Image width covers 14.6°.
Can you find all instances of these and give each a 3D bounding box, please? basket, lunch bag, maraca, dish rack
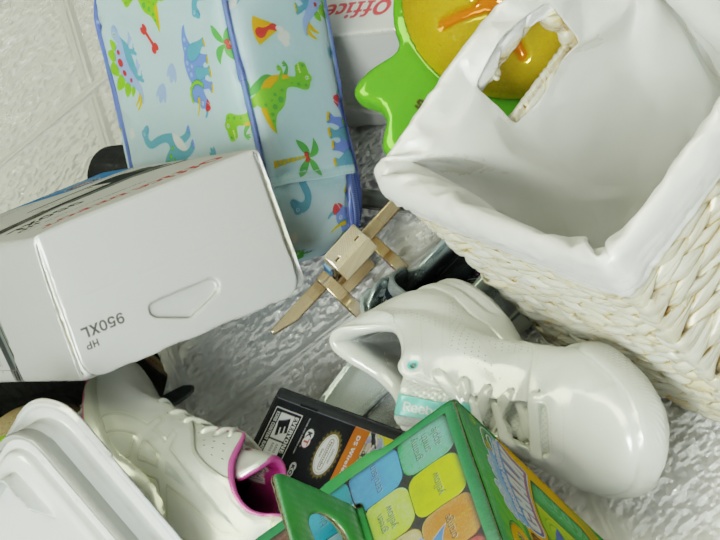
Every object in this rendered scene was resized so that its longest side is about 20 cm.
[{"bbox_3d":[0.156,-0.054,1.361,0.198,0.161,0.200,-53,34,-10],"label":"basket"},{"bbox_3d":[-0.079,-0.096,1.630,0.161,0.082,0.201,-16,86,54],"label":"lunch bag"},{"bbox_3d":[0.079,-0.132,1.490,0.137,0.107,0.200,21,67,17],"label":"maraca"},{"bbox_3d":[-0.139,0.182,1.388,0.044,0.200,0.172,-25,-24,-48],"label":"dish rack"}]

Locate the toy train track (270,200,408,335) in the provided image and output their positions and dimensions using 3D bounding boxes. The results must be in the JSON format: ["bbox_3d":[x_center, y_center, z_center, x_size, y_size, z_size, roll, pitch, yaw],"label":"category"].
[{"bbox_3d":[0.000,0.000,1.516,0.115,0.033,0.200,-47,-3,-2],"label":"toy train track"}]

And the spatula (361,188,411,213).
[{"bbox_3d":[0.024,-0.041,1.608,0.200,0.021,0.057,0,75,42],"label":"spatula"}]

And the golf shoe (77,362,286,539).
[{"bbox_3d":[-0.082,0.108,1.449,0.091,0.075,0.200,-39,47,10],"label":"golf shoe"}]

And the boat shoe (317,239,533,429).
[{"bbox_3d":[0.036,0.023,1.487,0.201,0.071,0.070,-43,35,8],"label":"boat shoe"}]

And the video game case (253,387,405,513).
[{"bbox_3d":[-0.025,0.170,1.411,0.181,0.025,0.200,16,78,53],"label":"video game case"}]

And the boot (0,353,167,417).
[{"bbox_3d":[-0.185,0.038,1.712,0.200,0.077,0.139,-15,40,36],"label":"boot"}]

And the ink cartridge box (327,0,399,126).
[{"bbox_3d":[0.034,-0.192,1.700,0.147,0.086,0.200,-2,52,46],"label":"ink cartridge box"}]

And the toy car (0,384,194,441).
[{"bbox_3d":[-0.168,0.137,1.565,0.164,0.158,0.200,-31,10,38],"label":"toy car"}]

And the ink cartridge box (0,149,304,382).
[{"bbox_3d":[-0.145,0.000,1.546,0.144,0.084,0.200,-24,10,-29],"label":"ink cartridge box"}]

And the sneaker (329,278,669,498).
[{"bbox_3d":[0.062,0.064,1.355,0.200,0.088,0.075,26,118,50],"label":"sneaker"}]

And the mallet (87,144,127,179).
[{"bbox_3d":[-0.183,-0.017,1.738,0.066,0.041,0.200,-1,32,40],"label":"mallet"}]

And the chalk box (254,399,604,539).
[{"bbox_3d":[0.038,0.153,1.237,0.124,0.200,0.125,-36,36,14],"label":"chalk box"}]
